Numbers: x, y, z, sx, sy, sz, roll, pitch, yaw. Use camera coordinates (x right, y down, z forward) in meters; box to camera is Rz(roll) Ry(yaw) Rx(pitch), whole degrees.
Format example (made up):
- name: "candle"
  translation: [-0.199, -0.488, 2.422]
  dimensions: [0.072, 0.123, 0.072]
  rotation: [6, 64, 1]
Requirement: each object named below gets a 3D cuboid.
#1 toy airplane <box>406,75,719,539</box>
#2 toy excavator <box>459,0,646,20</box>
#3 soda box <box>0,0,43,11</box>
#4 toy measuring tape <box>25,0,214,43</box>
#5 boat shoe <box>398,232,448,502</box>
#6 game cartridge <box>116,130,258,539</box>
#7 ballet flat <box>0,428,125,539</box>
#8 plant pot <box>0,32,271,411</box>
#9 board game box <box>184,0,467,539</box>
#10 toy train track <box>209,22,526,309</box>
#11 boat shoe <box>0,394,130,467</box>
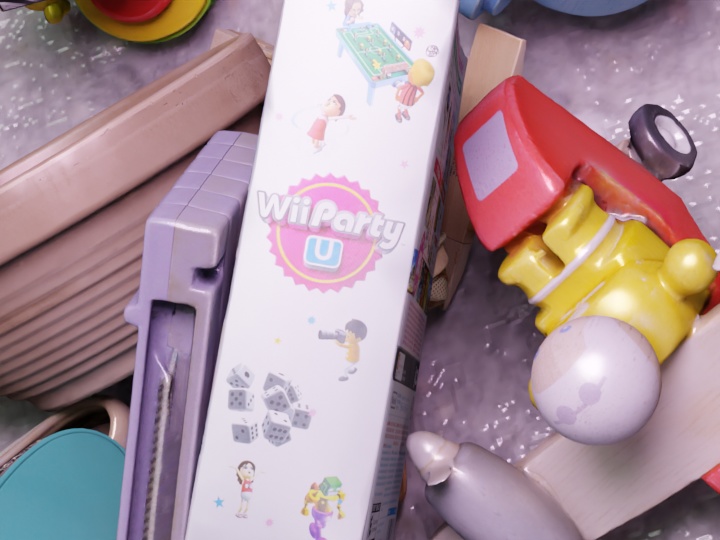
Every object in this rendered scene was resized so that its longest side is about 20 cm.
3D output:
- name: "toy airplane"
  translation: [0.110, 0.041, 0.922]
  dimensions: [0.199, 0.141, 0.200]
  rotation: [12, 105, 28]
- name: "toy excavator"
  translation: [0.128, -0.156, 1.038]
  dimensions: [0.200, 0.100, 0.195]
  rotation: [38, 78, 1]
- name: "soda box"
  translation: [-0.105, -0.197, 1.095]
  dimensions: [0.071, 0.063, 0.200]
  rotation: [-11, 37, 31]
- name: "toy measuring tape"
  translation: [-0.059, -0.146, 1.120]
  dimensions: [0.200, 0.074, 0.074]
  rotation: [-19, 63, 17]
- name: "boat shoe"
  translation: [0.000, 0.000, 1.036]
  dimensions: [0.074, 0.076, 0.200]
  rotation: [5, 85, 8]
- name: "game cartridge"
  translation: [-0.063, 0.060, 0.933]
  dimensions: [0.038, 0.130, 0.200]
  rotation: [8, 108, 1]
- name: "ballet flat"
  translation: [-0.127, 0.139, 0.944]
  dimensions: [0.068, 0.075, 0.200]
  rotation: [19, 31, -7]
- name: "plant pot"
  translation: [-0.107, -0.008, 1.042]
  dimensions: [0.201, 0.201, 0.093]
  rotation: [-30, 98, 4]
- name: "board game box"
  translation: [-0.008, 0.005, 0.927]
  dimensions: [0.064, 0.148, 0.200]
  rotation: [10, 86, 4]
- name: "toy train track"
  translation: [0.018, -0.058, 1.078]
  dimensions: [0.200, 0.033, 0.115]
  rotation: [26, 107, 33]
- name: "boat shoe"
  translation: [-0.163, 0.124, 1.043]
  dimensions: [0.200, 0.065, 0.072]
  rotation: [-40, 61, -1]
